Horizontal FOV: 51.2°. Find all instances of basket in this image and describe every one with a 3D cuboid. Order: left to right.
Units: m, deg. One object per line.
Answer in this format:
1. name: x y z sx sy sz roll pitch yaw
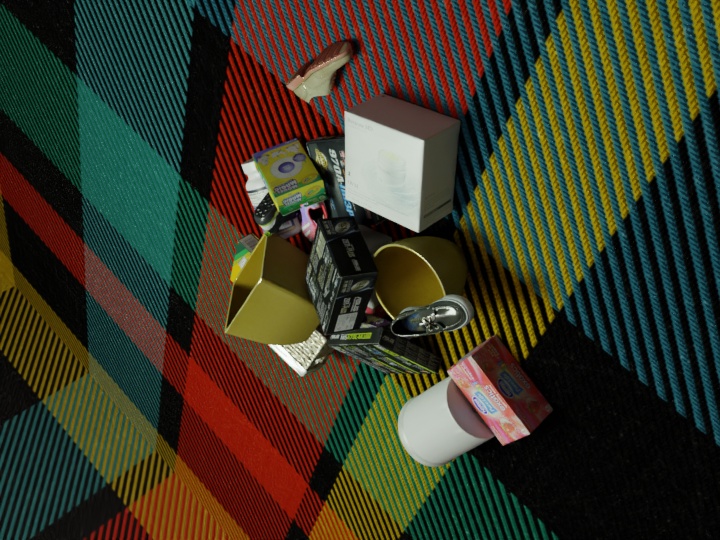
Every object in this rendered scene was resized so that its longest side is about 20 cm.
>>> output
1. basket: -0.161 0.158 1.963 0.200 0.135 0.124 41 108 14

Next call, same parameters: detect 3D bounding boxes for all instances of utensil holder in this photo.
1. utensil holder: 0.205 0.332 1.687 0.170 0.170 0.200 53 140 6

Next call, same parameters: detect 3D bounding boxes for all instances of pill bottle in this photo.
1. pill bottle: -0.210 -0.182 1.827 0.115 0.115 0.201 -1 114 48

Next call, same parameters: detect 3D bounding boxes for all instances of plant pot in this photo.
1. plant pot: -0.184 0.061 1.789 0.199 0.195 0.196 24 123 -19
2. plant pot: 0.140 0.009 1.549 0.199 0.142 0.201 28 135 33

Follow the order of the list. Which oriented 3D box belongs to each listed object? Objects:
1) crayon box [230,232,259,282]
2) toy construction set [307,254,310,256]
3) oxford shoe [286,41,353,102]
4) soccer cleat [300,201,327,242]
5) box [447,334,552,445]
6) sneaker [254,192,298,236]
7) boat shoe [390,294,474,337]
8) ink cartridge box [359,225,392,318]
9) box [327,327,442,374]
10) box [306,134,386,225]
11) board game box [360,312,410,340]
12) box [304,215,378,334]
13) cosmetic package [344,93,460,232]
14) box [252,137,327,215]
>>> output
1. crayon box: -0.268 0.024 2.083 0.200 0.058 0.173 42 140 18
2. toy construction set: -0.175 -0.008 1.923 0.199 0.092 0.132 26 123 35
3. oxford shoe: -0.071 -0.413 1.567 0.074 0.071 0.199 43 148 -24
4. soccer cleat: -0.103 -0.113 1.756 0.201 0.066 0.077 80 165 -53
5. box: 0.294 0.254 1.590 0.200 0.094 0.103 53 143 6
6. sneaker: -0.170 -0.167 1.760 0.072 0.200 0.083 34 168 43
7. boat shoe: 0.136 0.097 1.452 0.200 0.057 0.069 -18 101 52
8. ink cartridge box: 0.000 0.000 1.747 0.145 0.083 0.201 25 133 35
9. box: 0.056 0.191 1.761 0.199 0.048 0.193 29 155 -32
10. box: -0.029 -0.201 1.668 0.158 0.046 0.201 7 120 47
11. board game box: 0.033 0.147 1.767 0.119 0.033 0.200 16 162 -12
12. box: -0.046 0.012 1.612 0.201 0.086 0.164 107 148 -47
13. cosmetic package: 0.078 -0.215 1.480 0.199 0.123 0.201 27 132 33
14. box: -0.158 -0.209 1.684 0.049 0.117 0.200 80 164 -50
